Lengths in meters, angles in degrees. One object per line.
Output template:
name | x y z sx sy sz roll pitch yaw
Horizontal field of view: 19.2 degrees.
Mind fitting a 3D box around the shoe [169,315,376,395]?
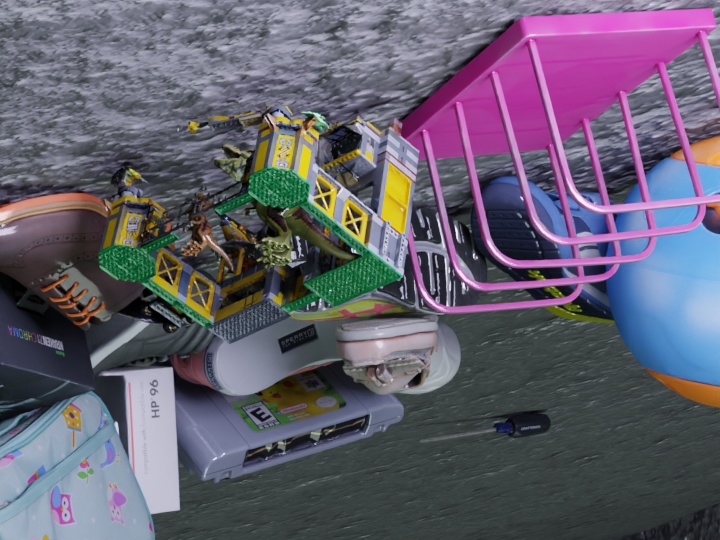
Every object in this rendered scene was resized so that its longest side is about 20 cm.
shoe | -0.053 0.046 1.710 0.199 0.072 0.091 -20 -167 -29

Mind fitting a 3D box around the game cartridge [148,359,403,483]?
game cartridge | -0.079 0.102 1.754 0.199 0.133 0.041 -14 131 -35

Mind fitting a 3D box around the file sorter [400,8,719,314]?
file sorter | 0.124 -0.062 1.321 0.138 0.126 0.200 -6 164 -28

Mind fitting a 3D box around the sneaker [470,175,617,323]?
sneaker | 0.145 -0.030 1.600 0.074 0.083 0.200 9 161 32

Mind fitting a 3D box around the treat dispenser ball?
treat dispenser ball | 0.279 0.001 1.560 0.200 0.202 0.201 -13 166 -3

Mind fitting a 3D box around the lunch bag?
lunch bag | -0.226 0.178 1.496 0.077 0.161 0.200 -12 -166 23

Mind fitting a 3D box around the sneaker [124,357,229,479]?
sneaker | -0.134 0.129 1.832 0.199 0.100 0.070 -1 166 0

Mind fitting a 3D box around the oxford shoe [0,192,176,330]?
oxford shoe | -0.181 -0.003 1.366 0.071 0.073 0.200 -22 164 32

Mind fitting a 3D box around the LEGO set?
LEGO set | -0.059 -0.049 1.309 0.153 0.116 0.200 31 138 -28

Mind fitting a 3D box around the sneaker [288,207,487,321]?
sneaker | 0.000 0.000 1.577 0.199 0.079 0.090 0 169 -27

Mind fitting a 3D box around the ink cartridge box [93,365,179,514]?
ink cartridge box | -0.200 0.135 1.690 0.068 0.117 0.200 -3 180 -33

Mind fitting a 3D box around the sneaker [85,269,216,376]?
sneaker | -0.181 0.053 1.584 0.200 0.071 0.099 -30 154 37

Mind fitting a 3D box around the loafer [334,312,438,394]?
loafer | 0.027 0.066 1.607 0.072 0.063 0.200 -3 -179 11

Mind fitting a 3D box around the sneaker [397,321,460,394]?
sneaker | -0.014 0.092 1.926 0.199 0.078 0.099 -30 154 22

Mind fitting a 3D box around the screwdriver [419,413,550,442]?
screwdriver | 0.149 0.187 2.524 0.199 0.028 0.029 0 130 -41

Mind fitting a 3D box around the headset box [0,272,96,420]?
headset box | -0.296 0.052 1.430 0.199 0.093 0.174 -18 165 16
